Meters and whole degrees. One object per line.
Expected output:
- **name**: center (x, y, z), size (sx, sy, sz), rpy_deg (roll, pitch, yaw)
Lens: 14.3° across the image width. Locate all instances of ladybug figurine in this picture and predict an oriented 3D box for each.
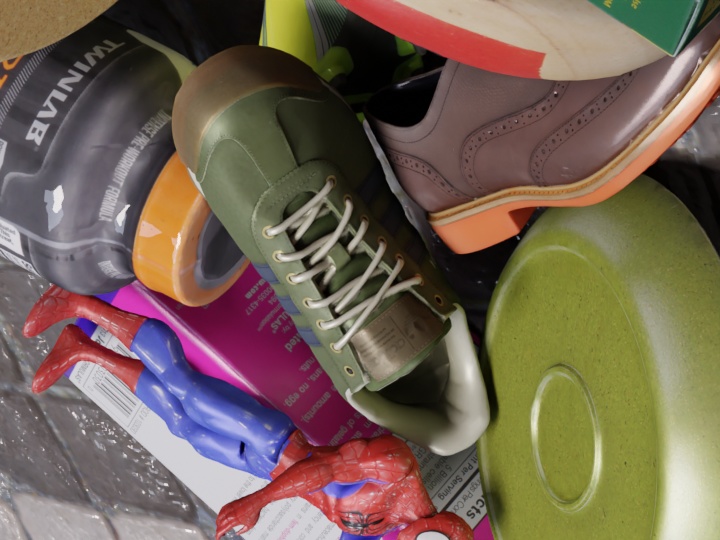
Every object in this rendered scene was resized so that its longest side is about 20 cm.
- **ladybug figurine**: center (0.029, -0.126, 0.958), size (0.199, 0.136, 0.072), rpy_deg (30, 138, 7)

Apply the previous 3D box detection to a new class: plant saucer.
- **plant saucer**: center (0.089, 0.063, 1.094), size (0.200, 0.031, 0.202), rpy_deg (177, 90, -66)

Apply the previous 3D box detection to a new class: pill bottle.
- **pill bottle**: center (-0.131, -0.058, 1.160), size (0.199, 0.106, 0.107), rpy_deg (27, 143, 22)

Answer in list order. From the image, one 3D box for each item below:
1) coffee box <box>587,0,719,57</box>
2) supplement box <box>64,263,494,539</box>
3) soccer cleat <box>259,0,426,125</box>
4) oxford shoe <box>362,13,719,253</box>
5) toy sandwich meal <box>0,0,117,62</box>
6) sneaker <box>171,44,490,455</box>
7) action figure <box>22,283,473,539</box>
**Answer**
- **coffee box**: center (0.054, -0.161, 0.914), size (0.199, 0.123, 0.044), rpy_deg (34, 140, 13)
- **supplement box**: center (-0.018, 0.057, 1.242), size (0.200, 0.103, 0.101), rpy_deg (43, 145, 4)
- **soccer cleat**: center (-0.010, -0.116, 1.103), size (0.200, 0.064, 0.084), rpy_deg (113, 137, -59)
- **oxford shoe**: center (0.069, -0.066, 1.037), size (0.073, 0.071, 0.200), rpy_deg (45, 142, -12)
- **toy sandwich meal**: center (-0.129, -0.165, 1.041), size (0.070, 0.204, 0.206), rpy_deg (44, 151, 34)
- **sneaker**: center (0.000, 0.000, 1.097), size (0.090, 0.067, 0.200), rpy_deg (52, 176, 39)
- **action figure**: center (-0.055, 0.087, 1.141), size (0.199, 0.099, 0.065), rpy_deg (23, 150, 15)
